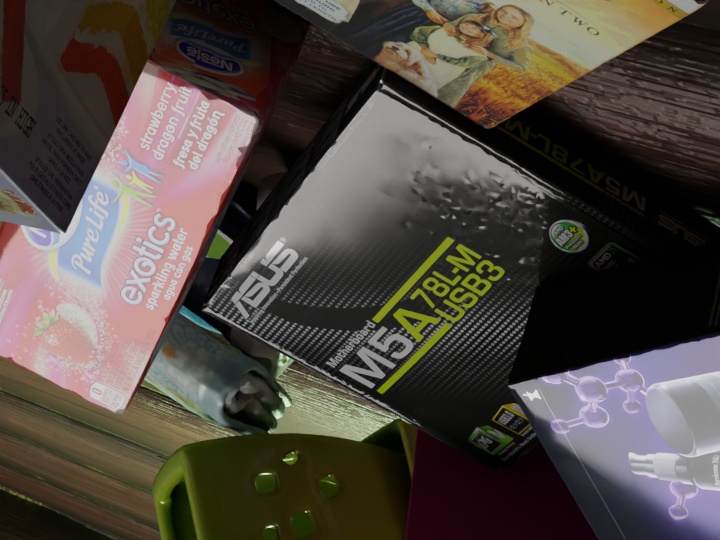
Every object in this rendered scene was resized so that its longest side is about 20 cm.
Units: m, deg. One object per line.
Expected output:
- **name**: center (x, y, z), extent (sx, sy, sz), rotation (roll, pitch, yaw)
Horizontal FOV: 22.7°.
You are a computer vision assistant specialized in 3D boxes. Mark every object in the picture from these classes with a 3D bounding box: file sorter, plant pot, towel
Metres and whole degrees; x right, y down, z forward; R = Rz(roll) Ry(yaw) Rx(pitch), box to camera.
- **file sorter**: center (0.094, 0.165, 1.009), extent (0.137, 0.201, 0.126), rotation (5, 134, 3)
- **plant pot**: center (-0.027, 0.205, 1.201), extent (0.180, 0.202, 0.199), rotation (-12, 170, -14)
- **towel**: center (-0.135, 0.052, 1.190), extent (0.170, 0.048, 0.200), rotation (29, 171, 12)

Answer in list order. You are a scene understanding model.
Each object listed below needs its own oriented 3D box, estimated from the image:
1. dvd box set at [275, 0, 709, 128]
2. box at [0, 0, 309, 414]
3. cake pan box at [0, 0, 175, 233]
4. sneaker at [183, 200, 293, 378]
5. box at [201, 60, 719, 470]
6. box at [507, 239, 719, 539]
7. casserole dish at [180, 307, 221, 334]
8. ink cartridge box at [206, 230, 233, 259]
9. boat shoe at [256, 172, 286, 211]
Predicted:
- **dvd box set**: center (0.035, -0.123, 0.707), extent (0.146, 0.030, 0.200), rotation (30, 163, -13)
- **box**: center (-0.111, -0.043, 0.878), extent (0.095, 0.100, 0.201), rotation (26, 126, -4)
- **cake pan box**: center (-0.124, -0.137, 0.635), extent (0.052, 0.186, 0.200), rotation (14, 160, 21)
- **sneaker**: center (-0.094, -0.006, 1.207), extent (0.146, 0.081, 0.200), rotation (43, 180, 10)
- **box**: center (0.047, 0.000, 0.898), extent (0.192, 0.048, 0.200), rotation (28, 136, -15)
- **box**: center (0.178, 0.089, 0.845), extent (0.140, 0.079, 0.201), rotation (-15, 121, 32)
- **casserole dish**: center (-0.160, -0.014, 1.297), extent (0.199, 0.039, 0.121), rotation (31, 167, -16)
- **ink cartridge box**: center (-0.154, -0.077, 1.052), extent (0.199, 0.076, 0.148), rotation (8, 156, 42)
- **boat shoe**: center (0.000, 0.000, 1.092), extent (0.069, 0.071, 0.200), rotation (-11, 146, 18)
